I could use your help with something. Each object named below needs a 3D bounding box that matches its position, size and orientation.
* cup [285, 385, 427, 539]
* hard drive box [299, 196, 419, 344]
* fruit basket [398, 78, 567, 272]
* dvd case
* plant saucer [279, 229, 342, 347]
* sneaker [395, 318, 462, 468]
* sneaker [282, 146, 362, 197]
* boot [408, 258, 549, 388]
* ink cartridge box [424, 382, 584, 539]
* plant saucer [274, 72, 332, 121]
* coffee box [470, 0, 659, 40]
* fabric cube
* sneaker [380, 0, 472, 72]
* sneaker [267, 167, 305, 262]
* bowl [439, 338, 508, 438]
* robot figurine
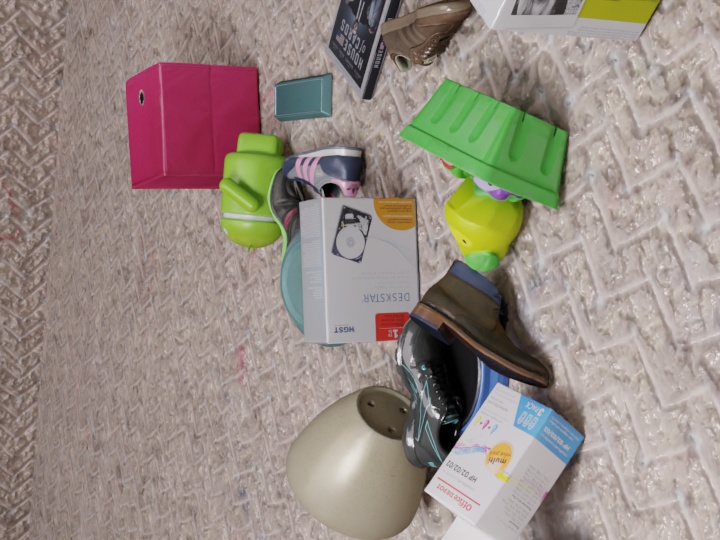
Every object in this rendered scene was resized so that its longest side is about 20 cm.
[{"bbox_3d":[0.013,0.243,1.691,0.201,0.198,0.144,62,138,40],"label":"cup"},{"bbox_3d":[0.000,0.000,1.746,0.077,0.154,0.203,-4,88,60],"label":"hard drive box"},{"bbox_3d":[0.143,-0.106,1.501,0.215,0.154,0.218,-30,51,46],"label":"fruit basket"},{"bbox_3d":[0.007,-0.380,1.854,0.151,0.024,0.201,57,138,45],"label":"dvd case"},{"bbox_3d":[-0.063,0.020,1.923,0.199,0.036,0.203,4,96,42],"label":"plant saucer"},{"bbox_3d":[0.097,0.156,1.593,0.079,0.075,0.202,1,98,48],"label":"sneaker"},{"bbox_3d":[-0.065,-0.145,1.944,0.199,0.070,0.083,-6,85,60],"label":"sneaker"},{"bbox_3d":[0.163,0.063,1.519,0.199,0.075,0.097,29,79,25],"label":"boot"},{"bbox_3d":[0.155,0.244,1.447,0.201,0.068,0.115,-55,29,-8],"label":"ink cartridge box"},{"bbox_3d":[-0.099,-0.287,2.065,0.199,0.019,0.071,8,98,63],"label":"plant saucer"},{"bbox_3d":[0.212,-0.381,1.279,0.201,0.198,0.199,64,143,37],"label":"coffee box"},{"bbox_3d":[-0.307,-0.259,2.267,0.196,0.198,0.202,-6,86,61],"label":"fabric cube"},{"bbox_3d":[0.097,-0.317,1.662,0.200,0.070,0.076,2,112,65],"label":"sneaker"},{"bbox_3d":[-0.095,-0.078,2.025,0.083,0.076,0.202,-29,69,42],"label":"sneaker"},{"bbox_3d":[0.124,0.122,1.638,0.200,0.039,0.203,4,95,62],"label":"bowl"},{"bbox_3d":[-0.178,-0.131,2.108,0.175,0.114,0.202,-24,-61,-85],"label":"robot figurine"}]
